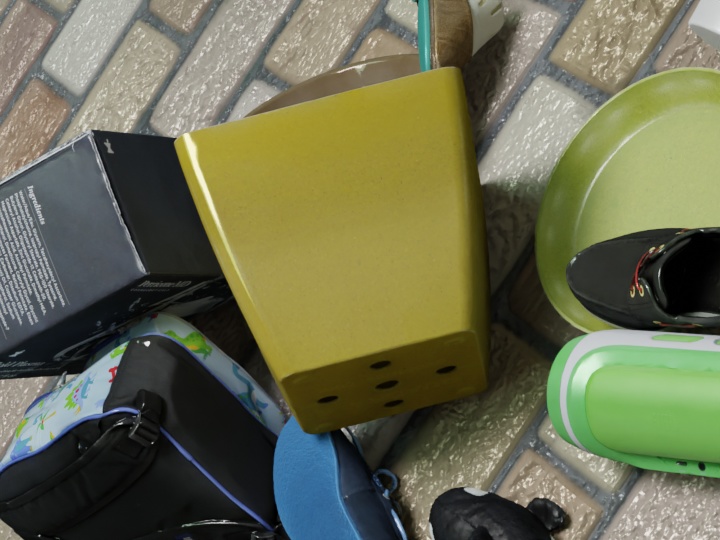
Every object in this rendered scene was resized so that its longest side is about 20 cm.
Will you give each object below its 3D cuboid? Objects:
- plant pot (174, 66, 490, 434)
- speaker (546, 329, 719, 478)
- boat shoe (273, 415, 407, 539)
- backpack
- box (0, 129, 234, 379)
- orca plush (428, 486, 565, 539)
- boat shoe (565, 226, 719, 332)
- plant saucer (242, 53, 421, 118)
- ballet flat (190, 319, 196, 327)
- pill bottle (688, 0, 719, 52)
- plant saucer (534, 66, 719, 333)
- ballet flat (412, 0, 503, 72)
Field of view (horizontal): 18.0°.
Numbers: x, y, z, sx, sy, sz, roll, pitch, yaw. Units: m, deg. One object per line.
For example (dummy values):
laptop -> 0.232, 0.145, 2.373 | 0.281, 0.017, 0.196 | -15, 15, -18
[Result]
plant pot -> 0.000, 0.000, 1.573 | 0.200, 0.200, 0.177 | -14, 67, 1
speaker -> 0.215, 0.083, 1.422 | 0.200, 0.088, 0.089 | 3, 70, 45
boat shoe -> -0.007, 0.184, 1.602 | 0.084, 0.069, 0.200 | -47, 42, 28
backpack -> -0.162, 0.141, 1.699 | 0.200, 0.183, 0.147 | -28, 29, 36
box -> -0.205, -0.009, 1.722 | 0.196, 0.200, 0.124 | -29, 78, 24
orca plush -> 0.089, 0.206, 1.487 | 0.105, 0.071, 0.200 | -41, 45, 20
boat shoe -> 0.207, 0.003, 1.451 | 0.201, 0.063, 0.074 | 6, 75, 47
plant saucer -> -0.014, -0.107, 1.734 | 0.200, 0.030, 0.200 | -17, 27, 9
ballet flat -> -0.137, 0.010, 1.827 | 0.200, 0.074, 0.074 | -41, 44, 22
pill bottle -> 0.307, -0.222, 1.485 | 0.114, 0.114, 0.200 | 34, 93, 49
plant saucer -> 0.207, -0.042, 1.543 | 0.200, 0.031, 0.200 | -22, 54, 34
ballet flat -> 0.070, -0.208, 1.744 | 0.200, 0.072, 0.068 | -102, 11, -51
